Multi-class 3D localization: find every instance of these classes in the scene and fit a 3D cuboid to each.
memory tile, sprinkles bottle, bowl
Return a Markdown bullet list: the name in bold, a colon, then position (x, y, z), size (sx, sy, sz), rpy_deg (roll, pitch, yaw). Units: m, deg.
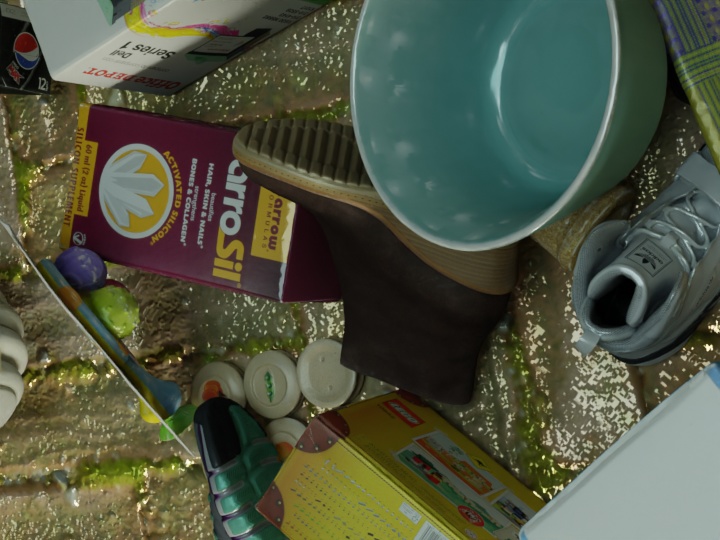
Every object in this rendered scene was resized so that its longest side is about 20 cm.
- **memory tile**: position (-0.050, 0.157, 1.065), size (0.152, 0.017, 0.202), rpy_deg (-12, 85, 28)
- **sprinkles bottle**: position (0.085, -0.086, 0.957), size (0.200, 0.068, 0.069), rpy_deg (41, 109, 21)
- **bowl**: position (0.097, -0.112, 0.847), size (0.200, 0.104, 0.203), rpy_deg (2, 92, 46)

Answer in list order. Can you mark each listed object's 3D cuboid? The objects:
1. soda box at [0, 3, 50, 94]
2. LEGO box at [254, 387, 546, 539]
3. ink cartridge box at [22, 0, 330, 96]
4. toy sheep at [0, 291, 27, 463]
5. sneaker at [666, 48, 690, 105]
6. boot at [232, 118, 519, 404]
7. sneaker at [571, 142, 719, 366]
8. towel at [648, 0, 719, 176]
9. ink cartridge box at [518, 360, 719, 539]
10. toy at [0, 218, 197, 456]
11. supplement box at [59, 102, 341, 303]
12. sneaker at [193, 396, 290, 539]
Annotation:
- **soda box**: position (-0.342, -0.178, 1.173), size (0.198, 0.071, 0.064), rpy_deg (6, 92, 30)
- **LEGO box**: position (0.055, 0.170, 0.925), size (0.199, 0.149, 0.078), rpy_deg (38, 106, 18)
- **ink cartridge box**: position (-0.115, -0.205, 1.019), size (0.199, 0.144, 0.085), rpy_deg (-26, 79, 26)
- **toy sheep**: position (-0.323, 0.066, 1.145), size (0.137, 0.137, 0.201), rpy_deg (-35, 62, 24)
- **sneaker**: position (0.135, -0.147, 0.928), size (0.198, 0.069, 0.101), rpy_deg (14, 100, 28)
- **boot**: position (0.000, 0.000, 0.953), size (0.198, 0.073, 0.168), rpy_deg (18, 127, 5)
- **sneaker**: position (0.198, -0.023, 0.871), size (0.075, 0.115, 0.201), rpy_deg (42, 109, 21)
- **towel**: position (0.237, -0.147, 0.856), size (0.142, 0.023, 0.202), rpy_deg (-20, 81, -16)
- **ink cartridge box**: position (0.215, 0.146, 0.818), size (0.146, 0.200, 0.147), rpy_deg (-45, 72, 20)
- **toy**: position (-0.179, 0.035, 1.045), size (0.047, 0.115, 0.201), rpy_deg (-37, 114, -11)
- **supplement box**: position (-0.109, -0.050, 1.052), size (0.198, 0.085, 0.112), rpy_deg (12, 97, 27)
- **sneaker**: position (-0.087, 0.194, 1.037), size (0.087, 0.074, 0.202), rpy_deg (-31, 78, 30)
